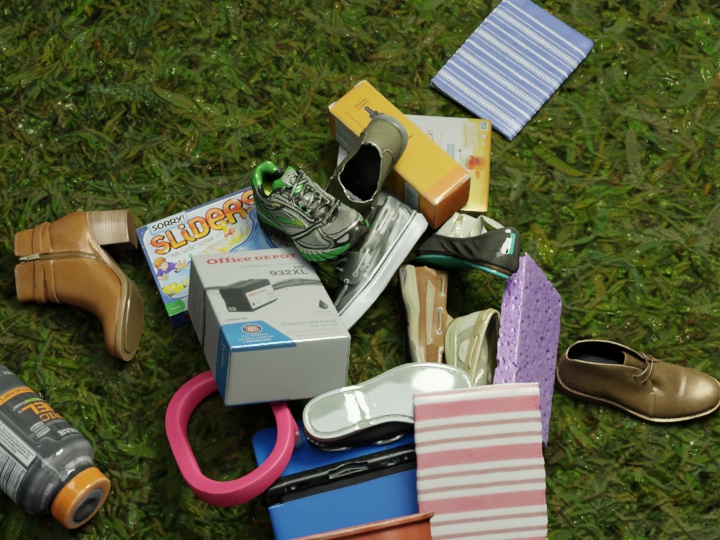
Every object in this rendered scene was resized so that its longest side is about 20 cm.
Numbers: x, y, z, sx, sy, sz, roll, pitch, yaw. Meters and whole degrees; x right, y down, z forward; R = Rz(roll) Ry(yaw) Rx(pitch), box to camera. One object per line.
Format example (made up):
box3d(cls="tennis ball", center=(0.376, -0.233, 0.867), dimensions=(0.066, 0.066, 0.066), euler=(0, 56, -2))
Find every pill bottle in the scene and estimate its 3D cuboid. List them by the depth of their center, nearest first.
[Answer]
box3d(cls="pill bottle", center=(-0.376, 0.206, 1.657), dimensions=(0.199, 0.107, 0.106), euler=(37, 67, 19))

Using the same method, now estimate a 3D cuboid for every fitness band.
box3d(cls="fitness band", center=(-0.148, 0.184, 1.668), dimensions=(0.143, 0.038, 0.201), euler=(-29, 42, -2))

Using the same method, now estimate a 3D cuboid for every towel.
box3d(cls="towel", center=(0.132, 0.226, 1.614), dimensions=(0.144, 0.030, 0.203), euler=(-4, 98, -5))
box3d(cls="towel", center=(0.206, -0.279, 1.973), dimensions=(0.144, 0.024, 0.200), euler=(36, 69, 17))

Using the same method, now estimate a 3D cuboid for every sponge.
box3d(cls="sponge", center=(0.196, 0.094, 1.707), dimensions=(0.030, 0.112, 0.202), euler=(-9, 55, 29))

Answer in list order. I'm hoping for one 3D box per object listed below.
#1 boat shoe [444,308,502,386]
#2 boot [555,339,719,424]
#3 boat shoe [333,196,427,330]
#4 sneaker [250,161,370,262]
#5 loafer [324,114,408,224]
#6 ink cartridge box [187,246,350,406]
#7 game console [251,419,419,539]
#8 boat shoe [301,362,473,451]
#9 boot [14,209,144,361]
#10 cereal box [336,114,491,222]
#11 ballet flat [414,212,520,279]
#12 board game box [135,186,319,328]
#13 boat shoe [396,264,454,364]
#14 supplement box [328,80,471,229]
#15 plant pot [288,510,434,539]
box3d(cls="boat shoe", center=(0.142, 0.147, 1.678), dimensions=(0.073, 0.063, 0.203), euler=(14, 66, -38))
box3d(cls="boot", center=(0.330, 0.127, 1.706), dimensions=(0.197, 0.076, 0.074), euler=(9, 59, 5))
box3d(cls="boat shoe", center=(0.000, 0.000, 1.768), dimensions=(0.071, 0.072, 0.201), euler=(36, 77, -2))
box3d(cls="sneaker", center=(-0.069, -0.072, 1.735), dimensions=(0.078, 0.086, 0.199), euler=(-41, 41, -25))
box3d(cls="loafer", center=(-0.012, -0.100, 1.777), dimensions=(0.075, 0.201, 0.070), euler=(32, 32, 10))
box3d(cls="ink cartridge box", center=(-0.110, 0.060, 1.688), dimensions=(0.143, 0.085, 0.200), euler=(-5, 33, -18))
box3d(cls="game console", center=(-0.011, 0.254, 1.673), dimensions=(0.197, 0.120, 0.171), euler=(-13, 30, -7))
box3d(cls="boat shoe", center=(0.030, 0.155, 1.645), dimensions=(0.197, 0.060, 0.076), euler=(-8, 65, -6))
box3d(cls="boot", center=(-0.349, 0.026, 1.786), dimensions=(0.153, 0.074, 0.202), euler=(-10, 65, 6))
box3d(cls="cereal box", center=(0.068, -0.133, 1.878), dimensions=(0.197, 0.040, 0.145), euler=(3, 61, 3))
box3d(cls="ballet flat", center=(0.135, -0.031, 1.746), dimensions=(0.067, 0.199, 0.069), euler=(19, 86, -29))
box3d(cls="board game box", center=(-0.167, -0.025, 1.824), dimensions=(0.198, 0.035, 0.136), euler=(-22, 62, -11))
box3d(cls="boat shoe", center=(0.088, 0.079, 1.739), dimensions=(0.073, 0.076, 0.202), euler=(-4, 61, -5))
box3d(cls="supplement box", center=(0.048, -0.146, 1.826), dimensions=(0.066, 0.069, 0.200), euler=(-38, 69, -18))
box3d(cls="plant pot", center=(-0.001, 0.366, 1.505), dimensions=(0.198, 0.201, 0.198), euler=(-10, 81, -5))
